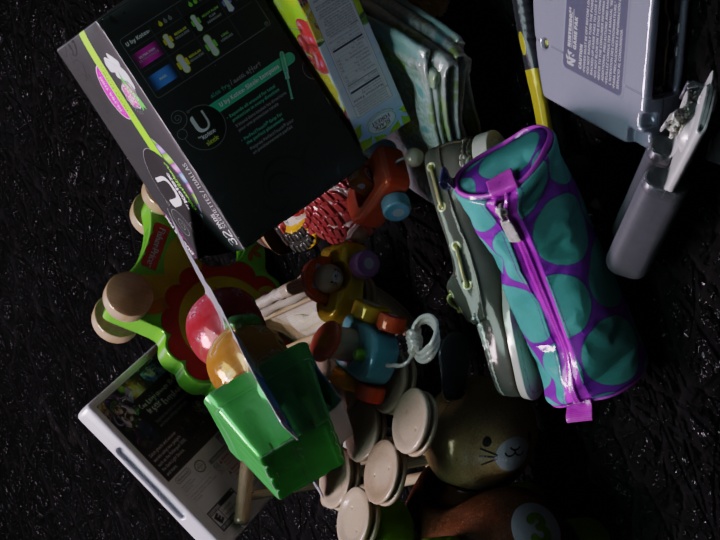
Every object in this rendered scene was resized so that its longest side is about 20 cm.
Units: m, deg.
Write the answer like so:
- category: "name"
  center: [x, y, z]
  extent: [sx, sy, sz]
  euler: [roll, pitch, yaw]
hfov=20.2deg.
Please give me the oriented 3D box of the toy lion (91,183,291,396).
- category: "toy lion"
  center: [-0.145, 0.023, 1.920]
  extent: [0.069, 0.191, 0.200]
  euler: [128, 161, -56]

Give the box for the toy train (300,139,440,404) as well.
- category: "toy train"
  center: [0.000, 0.000, 1.544]
  extent: [0.150, 0.056, 0.200]
  euler: [-50, 38, 42]

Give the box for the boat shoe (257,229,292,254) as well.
- category: "boat shoe"
  center: [-0.099, -0.090, 1.798]
  extent: [0.070, 0.070, 0.200]
  euler: [24, 154, 28]

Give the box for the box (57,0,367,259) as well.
- category: "box"
  center: [-0.115, -0.127, 1.538]
  extent: [0.200, 0.124, 0.149]
  euler: [57, 162, -8]

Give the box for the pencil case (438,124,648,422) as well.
- category: "pencil case"
  center: [0.134, 0.001, 1.428]
  extent: [0.085, 0.092, 0.200]
  euler: [-14, 117, 27]

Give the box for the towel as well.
- category: "towel"
  center: [0.026, -0.141, 1.590]
  extent: [0.200, 0.048, 0.171]
  euler: [39, 152, 44]

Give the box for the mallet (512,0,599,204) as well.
- category: "mallet"
  center: [0.133, -0.140, 1.464]
  extent: [0.066, 0.041, 0.200]
  euler: [7, 107, 59]

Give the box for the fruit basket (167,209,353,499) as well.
- category: "fruit basket"
  center: [-0.082, 0.064, 1.542]
  extent: [0.185, 0.094, 0.200]
  euler: [74, 172, -65]

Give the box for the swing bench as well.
- category: "swing bench"
  center: [-0.035, 0.112, 1.795]
  extent: [0.199, 0.130, 0.200]
  euler: [-23, 76, 62]

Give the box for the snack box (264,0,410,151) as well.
- category: "snack box"
  center: [-0.054, -0.182, 1.571]
  extent: [0.200, 0.053, 0.142]
  euler: [29, 147, 55]

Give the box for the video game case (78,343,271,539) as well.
- category: "video game case"
  center: [-0.152, 0.154, 1.900]
  extent: [0.182, 0.200, 0.023]
  euler: [46, 123, -1]

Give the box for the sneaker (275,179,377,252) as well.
- category: "sneaker"
  center: [-0.020, -0.072, 1.704]
  extent: [0.078, 0.082, 0.200]
  euler: [53, 160, -14]

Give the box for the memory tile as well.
- category: "memory tile"
  center: [-0.001, 0.110, 1.578]
  extent: [0.153, 0.017, 0.200]
  euler: [-62, 32, 26]

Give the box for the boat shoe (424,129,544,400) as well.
- category: "boat shoe"
  center: [0.094, 0.000, 1.504]
  extent: [0.060, 0.072, 0.202]
  euler: [-11, 91, 24]

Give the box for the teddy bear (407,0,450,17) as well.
- category: "teddy bear"
  center: [0.032, -0.279, 1.534]
  extent: [0.145, 0.067, 0.200]
  euler: [59, 149, 21]

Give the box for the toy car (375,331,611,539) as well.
- category: "toy car"
  center: [0.102, 0.142, 1.553]
  extent: [0.158, 0.164, 0.200]
  euler: [26, 114, 54]

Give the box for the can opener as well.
- category: "can opener"
  center: [0.212, -0.058, 1.337]
  extent: [0.200, 0.066, 0.053]
  euler: [113, 176, -57]

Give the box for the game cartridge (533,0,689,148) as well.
- category: "game cartridge"
  center: [0.169, -0.197, 1.370]
  extent: [0.133, 0.041, 0.200]
  euler: [34, 132, 45]
